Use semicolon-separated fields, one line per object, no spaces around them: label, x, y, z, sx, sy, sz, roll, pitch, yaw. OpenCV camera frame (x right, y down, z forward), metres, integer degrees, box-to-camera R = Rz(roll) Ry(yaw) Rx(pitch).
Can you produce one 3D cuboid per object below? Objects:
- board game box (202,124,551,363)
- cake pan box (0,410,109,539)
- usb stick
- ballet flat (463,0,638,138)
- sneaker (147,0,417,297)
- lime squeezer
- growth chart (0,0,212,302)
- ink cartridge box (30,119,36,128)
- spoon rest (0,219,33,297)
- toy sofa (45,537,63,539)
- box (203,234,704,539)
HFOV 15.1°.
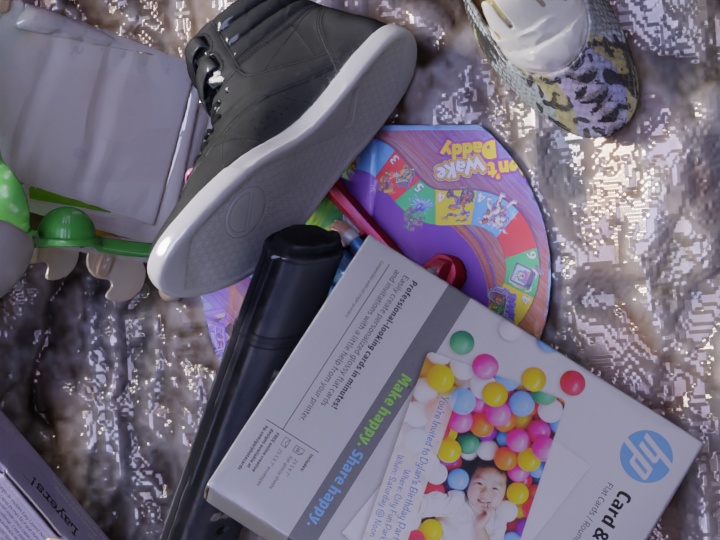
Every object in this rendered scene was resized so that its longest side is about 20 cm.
board game box;0.000;0.000;1.432;0.200;0.039;0.158;1;88;21
cake pan box;-0.237;0.166;1.470;0.184;0.052;0.200;-35;103;21
usb stick;-0.058;0.066;1.420;0.033;0.055;0.200;31;115;24
ballet flat;0.074;-0.156;1.397;0.072;0.072;0.200;-32;77;17
sneaker;-0.066;-0.070;1.417;0.099;0.071;0.200;27;61;28
lime squeezer;-0.160;-0.040;1.415;0.038;0.200;0.071;-12;46;47
growth chart;-0.155;-0.069;1.437;0.018;0.200;0.145;22;89;58
ink cartridge box;-0.262;-0.038;1.512;0.145;0.087;0.200;38;99;19
spoon rest;-0.254;0.011;1.413;0.200;0.099;0.061;-29;59;35
toy sofa;-0.083;0.192;1.296;0.083;0.200;0.098;10;82;25
box;0.046;0.101;1.356;0.200;0.041;0.156;33;75;3
